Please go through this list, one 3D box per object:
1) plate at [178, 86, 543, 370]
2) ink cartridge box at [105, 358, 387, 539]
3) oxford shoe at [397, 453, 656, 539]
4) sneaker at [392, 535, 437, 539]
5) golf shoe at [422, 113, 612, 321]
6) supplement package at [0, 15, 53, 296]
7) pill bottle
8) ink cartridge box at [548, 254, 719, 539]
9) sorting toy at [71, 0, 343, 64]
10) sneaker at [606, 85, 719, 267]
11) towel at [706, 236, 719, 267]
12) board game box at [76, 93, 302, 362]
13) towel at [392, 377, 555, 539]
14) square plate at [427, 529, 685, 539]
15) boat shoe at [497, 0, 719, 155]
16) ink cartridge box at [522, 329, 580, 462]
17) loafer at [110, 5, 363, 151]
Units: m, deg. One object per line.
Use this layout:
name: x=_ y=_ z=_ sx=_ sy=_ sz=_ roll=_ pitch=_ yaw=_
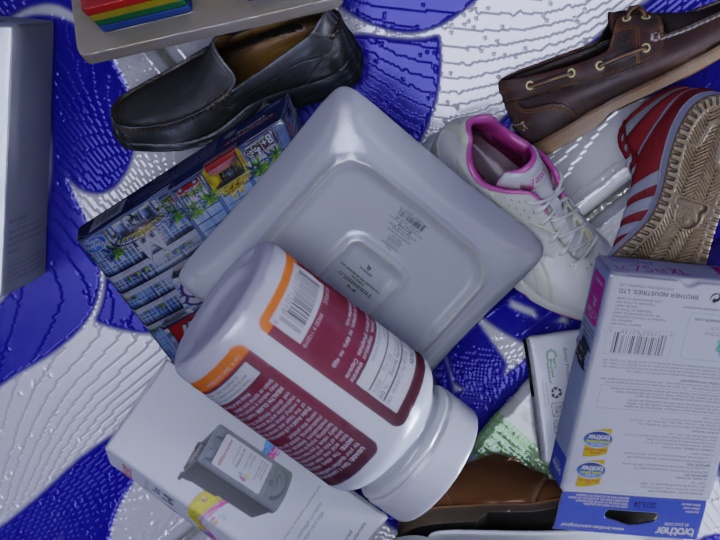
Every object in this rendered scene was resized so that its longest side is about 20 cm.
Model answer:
plate: x=0.000 y=0.000 z=1.330 sx=0.199 sy=0.032 sz=0.200 roll=38 pitch=110 yaw=-14
ink cartridge box: x=-0.089 y=0.164 z=1.380 sx=0.199 sy=0.148 sz=0.086 roll=34 pitch=78 yaw=1
oxford shoe: x=0.123 y=0.167 z=1.365 sx=0.197 sy=0.072 sz=0.072 roll=1 pitch=140 yaw=-8
sneaker: x=0.109 y=0.239 z=1.289 sx=0.197 sy=0.085 sz=0.076 roll=4 pitch=109 yaw=-12
golf shoe: x=0.129 y=-0.038 z=1.353 sx=0.199 sy=0.092 sz=0.076 roll=39 pitch=64 yaw=-1
supplement package: x=-0.304 y=-0.092 z=1.389 sx=0.115 sy=0.117 sz=0.203 roll=5 pitch=99 yaw=7
pill bottle: x=-0.021 y=0.081 z=1.287 sx=0.199 sy=0.114 sz=0.114 roll=38 pitch=101 yaw=-15
ink cartridge box: x=0.205 y=0.092 z=1.301 sx=0.118 sy=0.042 sz=0.202 roll=5 pitch=109 yaw=-14
sorting toy: x=-0.128 y=-0.274 z=1.331 sx=0.198 sy=0.070 sz=0.201 roll=-11 pitch=75 yaw=9
sneaker: x=0.213 y=-0.041 z=1.338 sx=0.071 sy=0.113 sz=0.202 roll=22 pitch=101 yaw=-13
towel: x=0.337 y=0.016 z=1.349 sx=0.199 sy=0.050 sz=0.149 roll=-32 pitch=82 yaw=-1
board game box: x=-0.081 y=0.006 z=1.386 sx=0.199 sy=0.062 sz=0.201 roll=-31 pitch=109 yaw=16
towel: x=0.133 y=0.189 z=1.408 sx=0.149 sy=0.031 sz=0.200 roll=41 pitch=90 yaw=2
square plate: x=0.137 y=0.277 z=1.368 sx=0.196 sy=0.028 sz=0.202 roll=0 pitch=109 yaw=-10
boat shoe: x=0.196 y=-0.157 z=1.345 sx=0.199 sy=0.070 sz=0.071 roll=-28 pitch=96 yaw=10
ink cartridge box: x=0.226 y=0.084 z=1.379 sx=0.197 sy=0.037 sz=0.096 roll=-8 pitch=87 yaw=-1
loafer: x=-0.100 y=-0.150 z=1.370 sx=0.198 sy=0.072 sz=0.073 roll=-22 pitch=55 yaw=4
